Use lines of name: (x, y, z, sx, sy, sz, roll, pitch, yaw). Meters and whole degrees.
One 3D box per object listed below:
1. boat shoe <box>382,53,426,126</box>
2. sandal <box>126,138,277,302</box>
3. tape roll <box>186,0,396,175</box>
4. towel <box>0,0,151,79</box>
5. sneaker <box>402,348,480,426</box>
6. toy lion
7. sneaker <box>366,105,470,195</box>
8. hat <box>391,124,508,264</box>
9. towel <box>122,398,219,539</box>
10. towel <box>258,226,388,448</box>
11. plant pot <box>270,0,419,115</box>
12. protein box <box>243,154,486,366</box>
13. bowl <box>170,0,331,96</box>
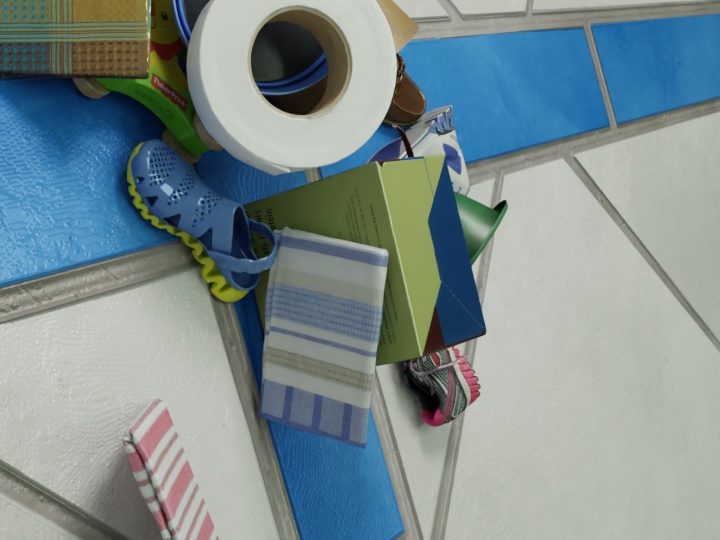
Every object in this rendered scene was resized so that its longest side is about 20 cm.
boat shoe: (0.025, -0.242, 1.513, 0.199, 0.067, 0.073, 29, 56, -45)
sandal: (-0.151, -0.056, 1.205, 0.200, 0.086, 0.080, 48, 47, -30)
tape roll: (-0.068, -0.197, 1.173, 0.199, 0.071, 0.206, -1, 92, -19)
towel: (-0.265, -0.273, 1.112, 0.144, 0.022, 0.204, -1, 77, -9)
sneaker: (0.075, 0.095, 1.463, 0.074, 0.080, 0.202, -37, 104, -30)
toy lion: (-0.206, -0.234, 1.218, 0.200, 0.068, 0.194, 39, 42, -40)
sneaker: (0.090, -0.128, 1.550, 0.116, 0.080, 0.199, 63, 37, -14)
hat: (0.072, -0.074, 1.497, 0.175, 0.201, 0.166, 35, 26, -3)
towel: (-0.164, 0.221, 1.080, 0.146, 0.030, 0.203, -113, -178, -86)
towel: (-0.039, 0.065, 1.218, 0.024, 0.145, 0.204, -3, 101, -54)
plant pot: (-0.065, -0.288, 1.338, 0.201, 0.185, 0.187, 50, 42, -12)
protein box: (0.000, 0.000, 1.288, 0.134, 0.198, 0.202, -12, 88, -53)
bowl: (-0.097, -0.277, 1.219, 0.197, 0.039, 0.204, -1, 92, -18)
